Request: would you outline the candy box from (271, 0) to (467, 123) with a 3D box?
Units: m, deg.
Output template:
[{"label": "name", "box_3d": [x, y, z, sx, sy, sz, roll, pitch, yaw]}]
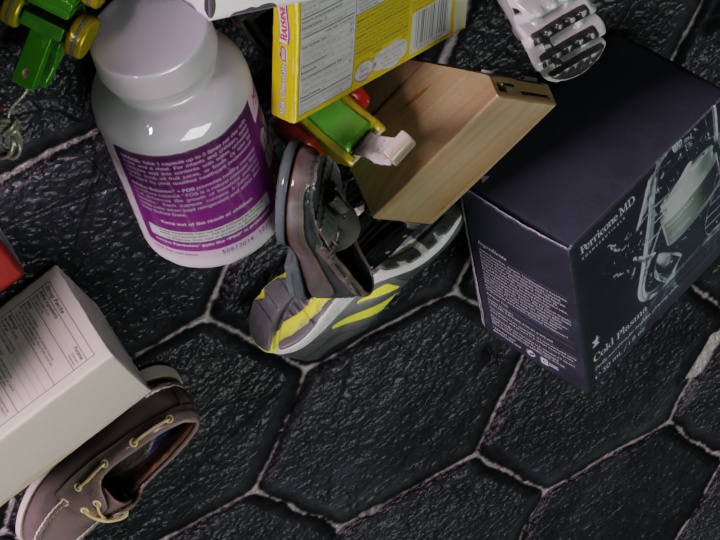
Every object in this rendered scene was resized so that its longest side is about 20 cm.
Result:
[{"label": "candy box", "box_3d": [0.010, -0.185, 1.610, 0.200, 0.026, 0.102, -32, 134, -42]}]

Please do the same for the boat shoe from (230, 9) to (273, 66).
[{"label": "boat shoe", "box_3d": [-0.068, -0.206, 1.565, 0.074, 0.063, 0.201, -35, 143, 0]}]

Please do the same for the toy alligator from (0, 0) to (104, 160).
[{"label": "toy alligator", "box_3d": [-0.201, -0.163, 1.511, 0.200, 0.059, 0.054, -65, 176, 33]}]

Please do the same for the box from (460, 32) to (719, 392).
[{"label": "box", "box_3d": [0.194, -0.047, 1.864, 0.200, 0.124, 0.197, -44, 146, -21]}]

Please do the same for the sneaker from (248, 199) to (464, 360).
[{"label": "sneaker", "box_3d": [0.000, 0.000, 1.855, 0.200, 0.074, 0.085, -35, 158, 4]}]

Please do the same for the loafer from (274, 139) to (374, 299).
[{"label": "loafer", "box_3d": [-0.022, -0.034, 1.654, 0.063, 0.072, 0.200, 11, 158, 7]}]

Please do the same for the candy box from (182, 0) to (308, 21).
[{"label": "candy box", "box_3d": [-0.039, -0.274, 1.461, 0.168, 0.072, 0.200, -15, 123, -27]}]

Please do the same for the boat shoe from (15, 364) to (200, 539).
[{"label": "boat shoe", "box_3d": [-0.204, 0.166, 1.865, 0.200, 0.060, 0.072, -48, 143, 15]}]

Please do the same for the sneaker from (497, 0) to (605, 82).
[{"label": "sneaker", "box_3d": [0.117, -0.235, 1.681, 0.075, 0.081, 0.200, -24, 123, -10]}]

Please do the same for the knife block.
[{"label": "knife block", "box_3d": [0.042, -0.071, 1.717, 0.064, 0.200, 0.176, 3, 99, -42]}]

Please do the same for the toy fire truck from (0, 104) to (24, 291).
[{"label": "toy fire truck", "box_3d": [-0.280, -0.092, 1.422, 0.112, 0.168, 0.200, -33, 144, -6]}]

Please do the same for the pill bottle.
[{"label": "pill bottle", "box_3d": [-0.122, -0.101, 1.592, 0.112, 0.112, 0.200, -30, 144, -10]}]

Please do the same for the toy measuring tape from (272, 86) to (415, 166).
[{"label": "toy measuring tape", "box_3d": [-0.019, -0.110, 1.634, 0.074, 0.200, 0.074, -2, 97, -16]}]

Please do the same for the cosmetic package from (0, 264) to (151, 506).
[{"label": "cosmetic package", "box_3d": [-0.268, 0.102, 1.705, 0.200, 0.104, 0.073, -36, 145, 1]}]
